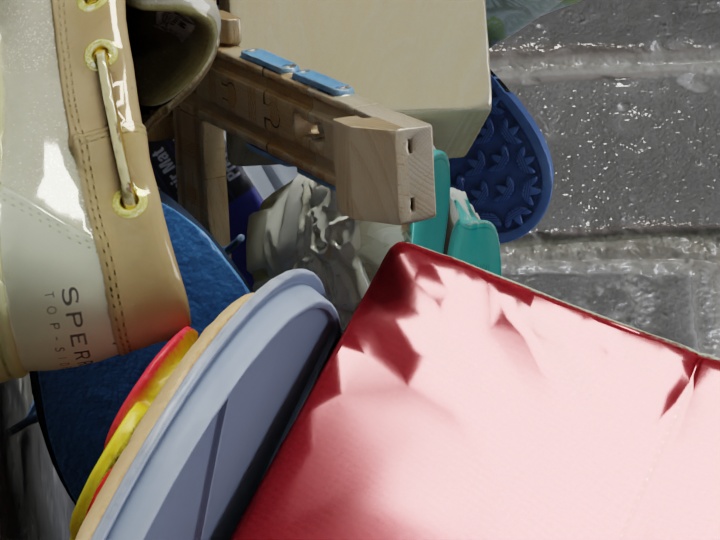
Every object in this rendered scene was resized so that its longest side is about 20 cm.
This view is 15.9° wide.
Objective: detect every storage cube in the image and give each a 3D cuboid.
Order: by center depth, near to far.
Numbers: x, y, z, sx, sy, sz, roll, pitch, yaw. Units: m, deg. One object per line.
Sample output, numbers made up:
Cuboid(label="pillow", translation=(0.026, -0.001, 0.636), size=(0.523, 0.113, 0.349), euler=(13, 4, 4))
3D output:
Cuboid(label="storage cube", translation=(0.048, 0.134, 0.633), size=(0.200, 0.170, 0.180), euler=(86, 27, -53))

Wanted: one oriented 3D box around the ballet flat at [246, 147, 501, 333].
Cuboid(label="ballet flat", translation=(0.000, 0.000, 0.768), size=(0.200, 0.071, 0.072), euler=(38, 50, -78))

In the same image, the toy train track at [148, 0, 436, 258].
Cuboid(label="toy train track", translation=(-0.039, -0.045, 0.690), size=(0.200, 0.032, 0.115), euler=(28, -56, 60))

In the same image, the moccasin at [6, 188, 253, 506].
Cuboid(label="moccasin", translation=(-0.055, 0.051, 0.736), size=(0.068, 0.080, 0.201), euler=(-126, -165, -51))

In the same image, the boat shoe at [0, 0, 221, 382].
Cuboid(label="boat shoe", translation=(-0.068, -0.059, 0.644), size=(0.074, 0.066, 0.201), euler=(86, 2, -58))

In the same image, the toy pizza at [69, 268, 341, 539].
Cuboid(label="toy pizza", translation=(-0.057, 0.090, 0.601), size=(0.200, 0.032, 0.201), euler=(22, 90, -80))

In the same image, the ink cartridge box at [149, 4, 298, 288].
Cuboid(label="ink cartridge box", translation=(-0.011, 0.012, 0.903), size=(0.200, 0.040, 0.200), euler=(57, 22, -15))

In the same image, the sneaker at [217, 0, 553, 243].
Cuboid(label="sneaker", translation=(-0.003, -0.086, 1.025), size=(0.070, 0.200, 0.078), euler=(-53, 177, 15))

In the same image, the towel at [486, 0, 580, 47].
Cuboid(label="towel", translation=(0.006, -0.161, 0.936), size=(0.048, 0.200, 0.171), euler=(-57, -167, -17))

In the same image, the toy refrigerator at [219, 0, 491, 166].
Cuboid(label="toy refrigerator", translation=(-0.008, -0.136, 0.777), size=(0.070, 0.075, 0.201), euler=(116, -30, -79))
